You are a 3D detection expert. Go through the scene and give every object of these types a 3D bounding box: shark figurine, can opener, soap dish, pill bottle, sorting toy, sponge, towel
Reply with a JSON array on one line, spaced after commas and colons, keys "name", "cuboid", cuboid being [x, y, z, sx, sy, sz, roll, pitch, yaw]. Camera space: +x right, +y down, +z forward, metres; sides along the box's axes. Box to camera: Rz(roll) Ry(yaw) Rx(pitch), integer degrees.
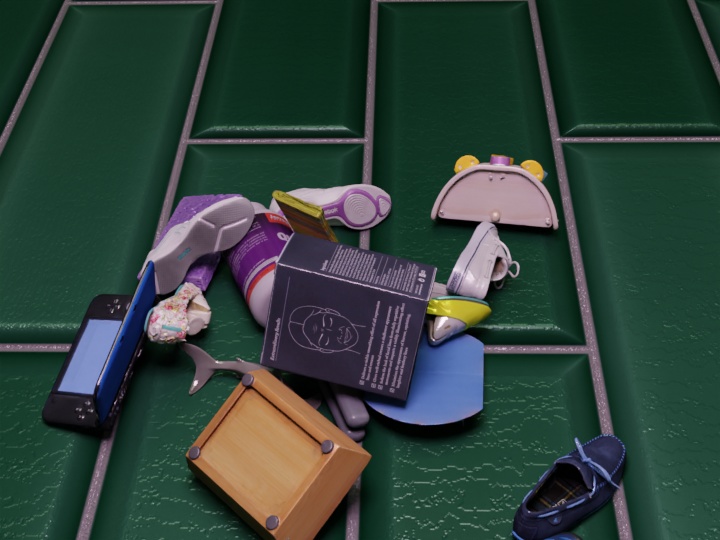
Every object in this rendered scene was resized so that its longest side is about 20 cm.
[{"name": "shark figurine", "cuboid": [-0.136, 0.144, 1.443, 0.128, 0.090, 0.214, -33, 53, -31]}, {"name": "can opener", "cuboid": [-0.052, 0.145, 1.455, 0.066, 0.054, 0.201, -3, 41, -24]}, {"name": "soap dish", "cuboid": [-0.107, 0.228, 1.311, 0.199, 0.081, 0.158, 34, 81, 32]}, {"name": "pill bottle", "cuboid": [-0.137, -0.013, 1.592, 0.111, 0.113, 0.201, -17, 45, -16]}, {"name": "sorting toy", "cuboid": [0.222, -0.142, 1.737, 0.197, 0.108, 0.180, 5, 16, 8]}, {"name": "sponge", "cuboid": [-0.259, -0.046, 1.679, 0.110, 0.030, 0.201, -2, 41, 20]}, {"name": "towel", "cuboid": [-0.063, -0.049, 1.572, 0.085, 0.200, 0.018, 26, 72, 27]}]

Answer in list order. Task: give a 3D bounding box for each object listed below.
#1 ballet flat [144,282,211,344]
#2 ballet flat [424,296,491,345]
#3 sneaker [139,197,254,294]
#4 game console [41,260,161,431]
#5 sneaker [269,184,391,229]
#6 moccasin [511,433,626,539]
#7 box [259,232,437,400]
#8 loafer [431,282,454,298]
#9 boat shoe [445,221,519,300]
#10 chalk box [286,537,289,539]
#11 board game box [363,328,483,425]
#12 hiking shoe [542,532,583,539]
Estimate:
[{"name": "ballet flat", "cuboid": [-0.244, 0.066, 1.507, 0.063, 0.077, 0.200, 13, 13, 4]}, {"name": "ballet flat", "cuboid": [0.084, 0.067, 1.487, 0.197, 0.067, 0.068, 10, 63, -11]}, {"name": "sneaker", "cuboid": [-0.242, -0.051, 1.571, 0.199, 0.071, 0.081, -34, 32, 9]}, {"name": "game console", "cuboid": [-0.346, 0.095, 1.421, 0.169, 0.119, 0.202, 1, 57, 27]}, {"name": "sneaker", "cuboid": [-0.050, -0.110, 1.723, 0.197, 0.076, 0.100, -6, 24, -15]}, {"name": "moccasin", "cuboid": [0.263, 0.260, 1.310, 0.080, 0.069, 0.200, 28, 49, 29]}, {"name": "box", "cuboid": [-0.015, 0.058, 1.392, 0.197, 0.150, 0.107, 14, 25, 4]}, {"name": "loafer", "cuboid": [0.041, 0.059, 1.548, 0.197, 0.070, 0.071, -7, 62, -8]}, {"name": "boat shoe", "cuboid": [0.191, -0.009, 1.589, 0.085, 0.075, 0.202, 25, 25, 8]}, {"name": "chalk box", "cuboid": [-0.060, 0.384, 1.148, 0.122, 0.126, 0.201, -15, 43, -14]}, {"name": "board game box", "cuboid": [0.087, 0.152, 1.461, 0.156, 0.039, 0.201, 2, 35, 6]}, {"name": "hiking shoe", "cuboid": [0.177, 0.343, 1.210, 0.198, 0.087, 0.074, -22, 46, -21]}]
